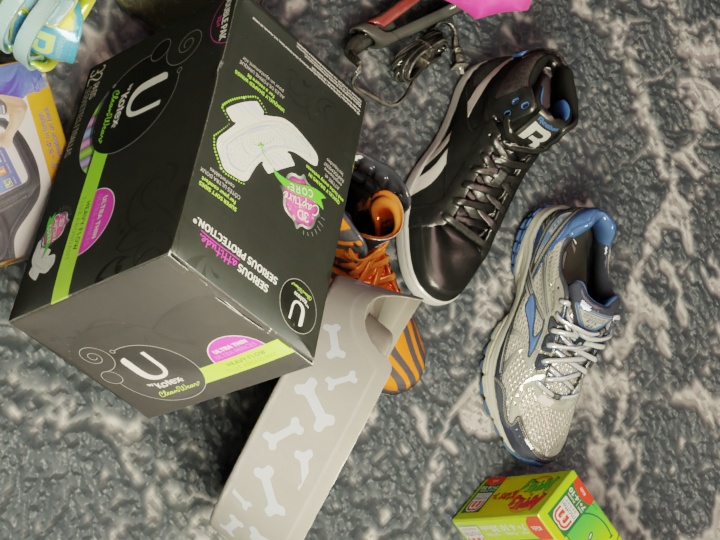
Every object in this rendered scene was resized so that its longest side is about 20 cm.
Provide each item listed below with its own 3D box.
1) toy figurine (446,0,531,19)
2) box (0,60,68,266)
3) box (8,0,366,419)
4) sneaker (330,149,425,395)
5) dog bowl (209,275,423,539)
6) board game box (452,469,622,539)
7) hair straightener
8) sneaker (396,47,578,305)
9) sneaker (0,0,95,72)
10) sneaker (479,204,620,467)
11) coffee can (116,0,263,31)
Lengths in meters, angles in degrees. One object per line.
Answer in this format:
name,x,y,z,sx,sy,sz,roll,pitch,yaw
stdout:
toy figurine,0.090,-0.270,1.252,0.199,0.149,0.186,9,68,-62
box,-0.268,-0.050,1.042,0.199,0.041,0.120,-18,92,-37
box,-0.100,-0.038,1.050,0.124,0.148,0.202,39,46,-34
sneaker,0.000,0.000,1.165,0.078,0.112,0.201,-47,111,-31
dog bowl,-0.031,0.093,1.088,0.058,0.200,0.201,27,65,1
board game box,0.162,0.236,1.239,0.048,0.101,0.201,-44,106,-31
hair straightener,0.059,-0.178,1.280,0.200,0.041,0.077,-41,105,-38
sneaker,0.095,-0.076,1.245,0.073,0.111,0.202,29,67,-25
sneaker,-0.240,-0.161,1.036,0.199,0.080,0.131,-34,78,-32
sneaker,0.145,0.042,1.273,0.076,0.085,0.203,17,73,-30
coffee can,-0.082,-0.270,1.142,0.146,0.146,0.201,45,61,-18
